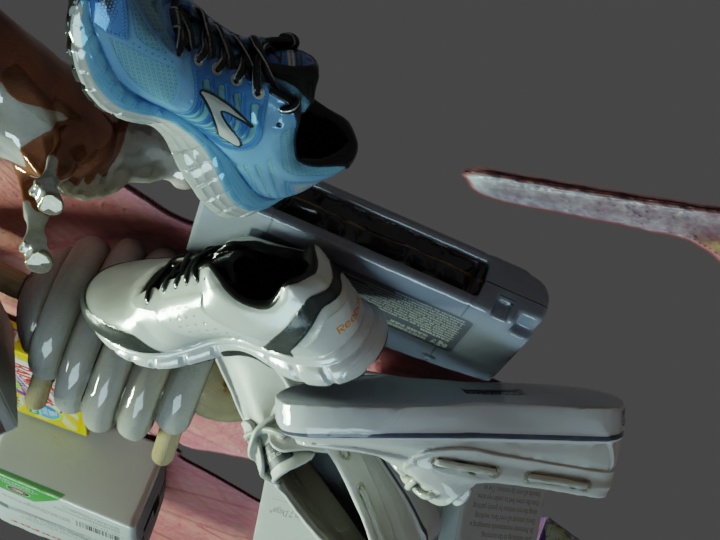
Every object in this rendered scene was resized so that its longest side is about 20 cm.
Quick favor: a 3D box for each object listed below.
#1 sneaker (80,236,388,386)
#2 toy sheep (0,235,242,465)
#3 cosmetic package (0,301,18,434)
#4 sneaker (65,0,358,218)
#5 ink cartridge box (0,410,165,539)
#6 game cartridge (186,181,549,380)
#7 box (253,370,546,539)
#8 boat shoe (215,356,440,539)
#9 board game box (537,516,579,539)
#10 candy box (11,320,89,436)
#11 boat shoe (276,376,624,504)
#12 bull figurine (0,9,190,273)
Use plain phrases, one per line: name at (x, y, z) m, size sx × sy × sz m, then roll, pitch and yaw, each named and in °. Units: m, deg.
sneaker at (-0.080, 0.010, 1.161) m, size 0.199 × 0.074 × 0.080 m, roll 2°, pitch 141°, yaw 33°
toy sheep at (-0.151, 0.044, 1.315) m, size 0.199 × 0.139 × 0.138 m, roll 21°, pitch 161°, yaw -4°
cosmetic package at (-0.279, 0.041, 1.342) m, size 0.200 × 0.090 × 0.107 m, roll -114°, pitch 1°, yaw -73°
sneaker at (-0.065, -0.100, 0.971) m, size 0.089 × 0.079 × 0.200 m, roll -10°, pitch 150°, yaw 25°
ink cartridge box at (-0.256, 0.195, 1.887) m, size 0.146 × 0.083 × 0.200 m, roll 22°, pitch 160°, yaw 1°
game cartridge at (0.000, 0.000, 1.181) m, size 0.199 × 0.042 × 0.133 m, roll 24°, pitch 165°, yaw -3°
box at (0.022, 0.169, 1.318) m, size 0.152 × 0.201 × 0.106 m, roll 10°, pitch 177°, yaw 33°
boat shoe at (-0.035, 0.100, 1.217) m, size 0.072 × 0.066 × 0.201 m, roll -30°, pitch 95°, yaw 43°
board game box at (0.106, 0.224, 1.661) m, size 0.199 × 0.032 × 0.120 m, roll 0°, pitch 146°, yaw 47°
candy box at (-0.269, 0.086, 1.706) m, size 0.102 × 0.027 × 0.200 m, roll 19°, pitch 161°, yaw 0°
boat shoe at (0.050, 0.099, 1.171) m, size 0.199 × 0.066 × 0.072 m, roll 2°, pitch -170°, yaw -14°
bull figurine at (-0.172, -0.078, 1.052) m, size 0.200 × 0.122 × 0.065 m, roll 35°, pitch 126°, yaw -22°
